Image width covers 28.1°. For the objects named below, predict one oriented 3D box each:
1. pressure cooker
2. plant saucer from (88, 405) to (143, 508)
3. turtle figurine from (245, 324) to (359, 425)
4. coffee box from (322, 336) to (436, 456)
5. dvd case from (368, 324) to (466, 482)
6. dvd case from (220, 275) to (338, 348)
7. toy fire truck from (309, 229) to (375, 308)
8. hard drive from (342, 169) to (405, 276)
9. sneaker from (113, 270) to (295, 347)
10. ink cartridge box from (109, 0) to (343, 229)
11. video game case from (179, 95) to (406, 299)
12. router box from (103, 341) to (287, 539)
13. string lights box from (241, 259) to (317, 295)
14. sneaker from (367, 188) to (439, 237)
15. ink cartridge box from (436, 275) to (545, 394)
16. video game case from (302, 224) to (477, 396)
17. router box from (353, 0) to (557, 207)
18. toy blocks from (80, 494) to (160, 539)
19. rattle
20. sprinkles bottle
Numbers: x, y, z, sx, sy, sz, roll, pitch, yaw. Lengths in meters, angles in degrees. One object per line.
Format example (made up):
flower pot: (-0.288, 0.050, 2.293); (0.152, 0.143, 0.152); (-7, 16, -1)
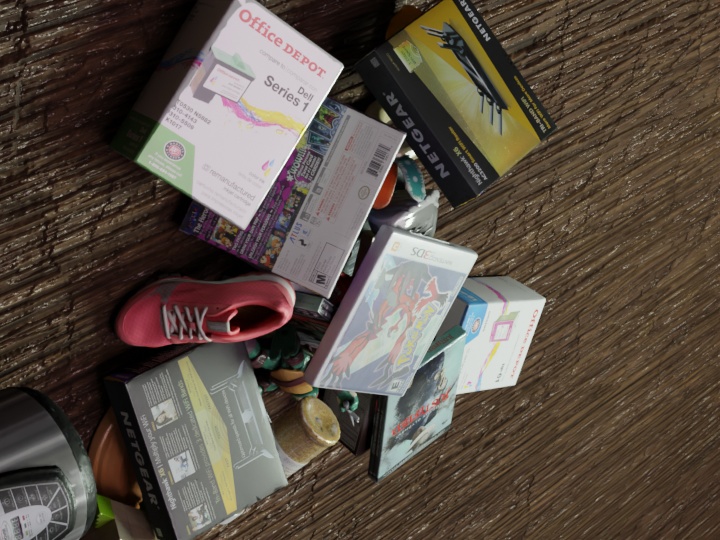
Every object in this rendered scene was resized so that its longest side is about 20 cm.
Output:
pressure cooker: (-0.378, 0.223, 1.387); (0.200, 0.176, 0.179); (-23, 158, -40)
plant saucer: (-0.230, 0.204, 1.677); (0.200, 0.037, 0.201); (-31, 137, -35)
turtle figurine: (-0.087, 0.135, 1.758); (0.149, 0.101, 0.200); (-18, 142, 12)
coffee box: (0.024, 0.130, 1.878); (0.113, 0.080, 0.200); (-26, 143, -39)
dvd case: (0.073, 0.176, 1.879); (0.146, 0.022, 0.200); (-33, 148, -32)
dvd case: (-0.059, 0.062, 1.695); (0.200, 0.146, 0.022); (41, 66, -54)
toy fire truck: (0.000, 0.000, 1.748); (0.141, 0.049, 0.200); (-49, 143, -15)
hard drive: (0.000, -0.054, 1.781); (0.139, 0.033, 0.200); (-31, 136, -35)
sneaker: (-0.166, 0.044, 1.539); (0.200, 0.087, 0.074); (-10, 108, -6)
ink cartridge box: (-0.133, -0.167, 1.447); (0.145, 0.084, 0.200); (32, 88, -31)
video game case: (-0.073, -0.097, 1.550); (0.036, 0.181, 0.200); (-100, -146, -81)
router box: (-0.181, 0.181, 1.608); (0.157, 0.052, 0.200); (-25, 107, -35)
string lights box: (-0.058, -0.085, 1.623); (0.059, 0.103, 0.200); (15, 103, -53)
sneaker: (0.060, -0.052, 1.696); (0.200, 0.075, 0.082); (-21, 108, -71)
ink cartridge box: (0.160, 0.091, 2.041); (0.200, 0.085, 0.145); (-4, 117, -52)
video game case: (0.038, 0.051, 1.658); (0.182, 0.023, 0.200); (13, 109, -53)
router box: (0.110, -0.197, 1.630); (0.157, 0.052, 0.200); (-41, 98, -32)
toy blocks: (-0.285, 0.328, 1.635); (0.137, 0.100, 0.200); (-31, 148, 16)
rattle: (0.052, -0.184, 1.640); (0.200, 0.130, 0.143); (-54, 163, -45)
sprinkles bottle: (-0.115, 0.230, 1.734); (0.200, 0.068, 0.068); (-39, 153, 26)
